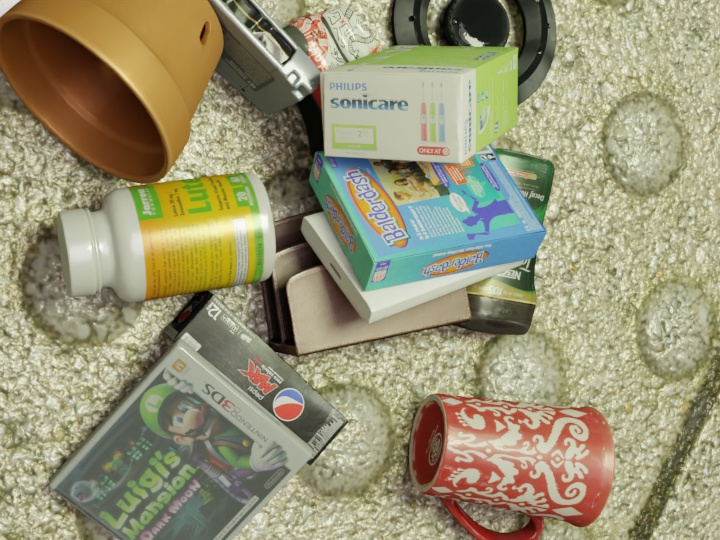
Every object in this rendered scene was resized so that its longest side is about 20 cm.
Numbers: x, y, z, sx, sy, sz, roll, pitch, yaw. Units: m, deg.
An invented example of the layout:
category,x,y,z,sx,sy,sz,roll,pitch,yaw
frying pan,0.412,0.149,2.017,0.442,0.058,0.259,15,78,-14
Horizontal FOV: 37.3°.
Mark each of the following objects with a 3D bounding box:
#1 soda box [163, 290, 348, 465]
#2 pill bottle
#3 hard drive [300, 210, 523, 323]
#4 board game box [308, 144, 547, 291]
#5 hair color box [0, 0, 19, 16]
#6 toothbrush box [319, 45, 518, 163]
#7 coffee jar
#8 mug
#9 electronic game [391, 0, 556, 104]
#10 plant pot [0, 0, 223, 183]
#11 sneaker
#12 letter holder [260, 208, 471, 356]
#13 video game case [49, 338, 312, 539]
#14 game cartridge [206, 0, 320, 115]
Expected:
category,x,y,z,sx,sy,sz,roll,pitch,yaw
soda box,-0.108,0.110,1.105,0.063,0.071,0.200,-47,107,-10
pill bottle,-0.192,-0.030,1.050,0.197,0.111,0.113,-9,94,-21
hard drive,0.056,-0.030,1.091,0.198,0.026,0.132,-19,57,-30
board game box,0.066,-0.065,1.077,0.197,0.045,0.153,-10,53,-25
hair color box,-0.386,-0.254,0.997,0.199,0.064,0.112,-40,105,-17
toothbrush box,0.065,-0.172,1.073,0.144,0.200,0.087,5,109,22
coffee jar,0.153,-0.031,1.198,0.103,0.085,0.203,8,88,-21
mug,0.160,0.226,1.184,0.197,0.133,0.180,11,85,-18
electronic game,0.130,-0.275,1.208,0.197,0.042,0.203,1,85,-15
plant pot,-0.221,-0.202,1.004,0.200,0.199,0.141,44,61,-16
sneaker,-0.012,-0.180,1.141,0.107,0.067,0.203,-34,110,-28
letter holder,0.000,0.000,1.133,0.197,0.100,0.144,-10,93,-21
video game case,-0.179,0.197,1.069,0.182,0.023,0.200,41,99,-16
game cartridge,-0.135,-0.241,1.057,0.200,0.133,0.041,45,68,-17
